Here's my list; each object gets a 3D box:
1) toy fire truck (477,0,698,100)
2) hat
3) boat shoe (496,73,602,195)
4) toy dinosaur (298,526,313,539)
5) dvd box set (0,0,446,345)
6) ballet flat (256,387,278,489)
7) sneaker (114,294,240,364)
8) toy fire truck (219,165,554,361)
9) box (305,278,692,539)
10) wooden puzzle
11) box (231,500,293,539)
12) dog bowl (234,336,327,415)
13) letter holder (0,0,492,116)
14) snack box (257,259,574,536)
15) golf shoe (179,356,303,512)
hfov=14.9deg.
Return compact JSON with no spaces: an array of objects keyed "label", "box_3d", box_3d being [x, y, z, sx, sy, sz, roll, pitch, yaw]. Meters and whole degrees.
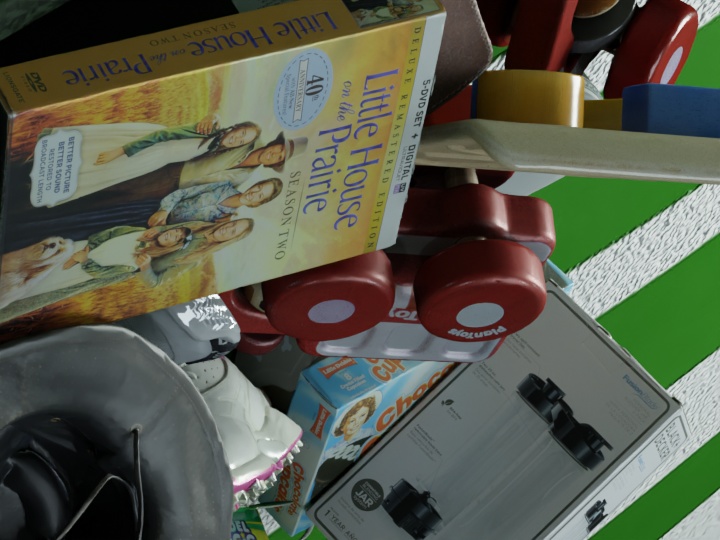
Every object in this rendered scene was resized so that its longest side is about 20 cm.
[{"label":"toy fire truck","box_3d":[0.130,-0.180,1.389,0.200,0.112,0.168,-56,163,-16]},{"label":"hat","box_3d":[-0.152,0.104,1.221,0.200,0.081,0.201,-18,119,-37]},{"label":"boat shoe","box_3d":[0.043,-0.057,1.536,0.199,0.064,0.071,-24,119,3]},{"label":"toy dinosaur","box_3d":[0.012,0.116,1.785,0.102,0.077,0.200,-34,166,14]},{"label":"dvd box set","box_3d":[-0.066,-0.044,1.162,0.199,0.029,0.147,-15,142,-25]},{"label":"ballet flat","box_3d":[-0.127,0.094,1.511,0.200,0.068,0.068,-6,105,-44]},{"label":"sneaker","box_3d":[-0.130,0.039,1.344,0.115,0.075,0.200,-36,-176,-13]},{"label":"toy fire truck","box_3d":[0.000,0.000,1.453,0.199,0.113,0.168,1,148,-18]},{"label":"box","box_3d":[0.082,0.117,1.587,0.200,0.117,0.060,-44,156,-5]},{"label":"wooden puzzle","box_3d":[0.101,-0.068,1.309,0.185,0.200,0.047,3,92,-23]},{"label":"box","box_3d":[-0.137,0.181,1.558,0.200,0.049,0.117,-30,164,26]},{"label":"dog bowl","box_3d":[0.007,0.033,1.640,0.200,0.059,0.200,-37,155,-21]},{"label":"letter holder","box_3d":[-0.045,-0.078,1.252,0.200,0.101,0.142,-31,144,-4]},{"label":"snack box","box_3d":[0.033,0.071,1.625,0.200,0.037,0.116,-27,149,-36]},{"label":"golf shoe","box_3d":[-0.088,0.087,1.417,0.075,0.092,0.200,-36,-179,7]}]
